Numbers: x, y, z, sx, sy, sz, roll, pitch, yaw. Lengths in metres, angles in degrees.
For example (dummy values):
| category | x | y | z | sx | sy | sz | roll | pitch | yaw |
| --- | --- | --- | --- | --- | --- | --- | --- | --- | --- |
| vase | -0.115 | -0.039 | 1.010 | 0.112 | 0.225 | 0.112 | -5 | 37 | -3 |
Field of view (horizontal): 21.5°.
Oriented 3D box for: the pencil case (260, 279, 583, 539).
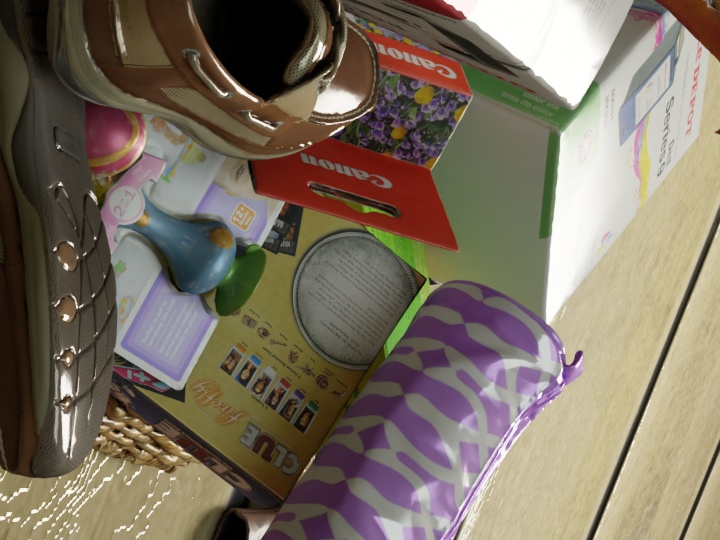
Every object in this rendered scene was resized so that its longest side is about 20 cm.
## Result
| category | x | y | z | sx | sy | sz | roll | pitch | yaw |
| --- | --- | --- | --- | --- | --- | --- | --- | --- | --- |
| pencil case | 0.022 | 0.098 | 0.884 | 0.201 | 0.085 | 0.084 | -56 | 156 | -25 |

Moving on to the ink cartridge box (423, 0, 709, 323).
| category | x | y | z | sx | sy | sz | roll | pitch | yaw |
| --- | --- | --- | --- | --- | --- | --- | --- | --- | --- |
| ink cartridge box | 0.120 | -0.091 | 1.070 | 0.200 | 0.087 | 0.146 | -48 | 151 | -38 |

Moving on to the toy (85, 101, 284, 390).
| category | x | y | z | sx | sy | sz | roll | pitch | yaw |
| --- | --- | --- | --- | --- | --- | --- | --- | --- | --- |
| toy | -0.118 | -0.043 | 0.808 | 0.200 | 0.047 | 0.116 | 36 | 76 | -31 |

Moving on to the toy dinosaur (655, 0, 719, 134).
| category | x | y | z | sx | sy | sz | roll | pitch | yaw |
| --- | --- | --- | --- | --- | --- | --- | --- | --- | --- |
| toy dinosaur | 0.147 | -0.186 | 0.960 | 0.180 | 0.105 | 0.202 | 9 | 81 | -23 |

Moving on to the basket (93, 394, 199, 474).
| category | x | y | z | sx | sy | sz | roll | pitch | yaw |
| --- | --- | --- | --- | --- | --- | --- | --- | --- | --- |
| basket | -0.088 | 0.021 | 1.036 | 0.200 | 0.148 | 0.144 | 31 | 50 | -66 |

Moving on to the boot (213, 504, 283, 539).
| category | x | y | z | sx | sy | sz | roll | pitch | yaw |
| --- | --- | --- | --- | --- | --- | --- | --- | --- | --- |
| boot | -0.061 | 0.239 | 1.312 | 0.166 | 0.072 | 0.201 | -3 | 117 | -50 |

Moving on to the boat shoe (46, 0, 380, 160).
| category | x | y | z | sx | sy | sz | roll | pitch | yaw |
| --- | --- | --- | --- | --- | --- | --- | --- | --- | --- |
| boat shoe | -0.040 | -0.086 | 0.753 | 0.200 | 0.071 | 0.076 | 0 | 87 | -60 |

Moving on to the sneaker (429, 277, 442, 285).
| category | x | y | z | sx | sy | sz | roll | pitch | yaw |
| --- | --- | --- | --- | --- | --- | --- | --- | --- | --- |
| sneaker | 0.005 | -0.086 | 1.142 | 0.070 | 0.108 | 0.202 | -5 | 86 | -60 |

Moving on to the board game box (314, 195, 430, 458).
| category | x | y | z | sx | sy | sz | roll | pitch | yaw |
| --- | --- | --- | --- | --- | --- | --- | --- | --- | --- |
| board game box | 0.000 | 0.000 | 1.002 | 0.102 | 0.047 | 0.202 | 11 | 69 | -71 |

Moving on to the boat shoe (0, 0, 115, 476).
| category | x | y | z | sx | sy | sz | roll | pitch | yaw |
| --- | --- | --- | --- | --- | --- | --- | --- | --- | --- |
| boat shoe | -0.141 | -0.018 | 0.725 | 0.076 | 0.071 | 0.202 | 51 | 30 | -72 |

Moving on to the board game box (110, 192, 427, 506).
| category | x | y | z | sx | sy | sz | roll | pitch | yaw |
| --- | --- | --- | --- | --- | --- | --- | --- | --- | --- |
| board game box | -0.083 | -0.003 | 0.888 | 0.136 | 0.200 | 0.035 | -56 | -166 | -21 |

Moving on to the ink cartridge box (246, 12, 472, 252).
| category | x | y | z | sx | sy | sz | roll | pitch | yaw |
| --- | --- | --- | --- | --- | --- | --- | --- | --- | --- |
| ink cartridge box | -0.008 | -0.099 | 0.901 | 0.108 | 0.201 | 0.051 | 15 | 123 | -23 |

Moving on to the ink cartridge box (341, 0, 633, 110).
| category | x | y | z | sx | sy | sz | roll | pitch | yaw |
| --- | --- | --- | --- | --- | --- | --- | --- | --- | --- |
| ink cartridge box | 0.018 | -0.145 | 0.757 | 0.083 | 0.146 | 0.200 | -64 | 156 | 2 |
